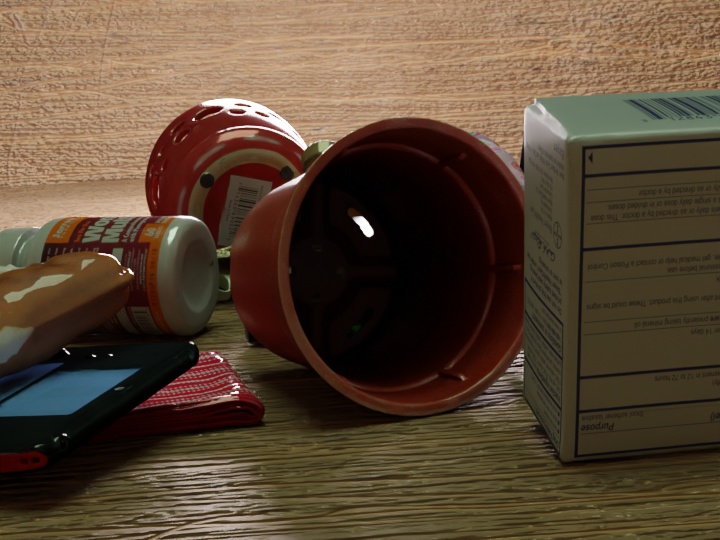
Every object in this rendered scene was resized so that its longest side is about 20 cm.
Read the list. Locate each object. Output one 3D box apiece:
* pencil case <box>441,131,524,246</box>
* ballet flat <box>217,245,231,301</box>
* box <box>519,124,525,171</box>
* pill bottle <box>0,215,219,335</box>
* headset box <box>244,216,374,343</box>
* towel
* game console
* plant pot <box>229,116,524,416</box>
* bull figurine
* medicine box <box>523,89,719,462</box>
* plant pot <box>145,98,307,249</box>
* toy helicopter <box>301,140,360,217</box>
[{"bbox_3d":[0.099,-0.060,1.132,0.087,0.088,0.200,-3,17,0],"label":"pencil case"},{"bbox_3d":[-0.135,0.009,1.400,0.199,0.071,0.065,-10,38,-26],"label":"ballet flat"},{"bbox_3d":[0.232,-0.059,1.230,0.199,0.195,0.048,-6,25,-24],"label":"box"},{"bbox_3d":[-0.240,0.005,1.252,0.198,0.110,0.110,0,9,18],"label":"pill bottle"},{"bbox_3d":[0.000,0.002,1.240,0.173,0.094,0.200,-2,8,11],"label":"headset box"},{"bbox_3d":[-0.155,0.087,0.982,0.143,0.023,0.200,-4,9,-14],"label":"towel"},{"bbox_3d":[-0.220,0.085,0.862,0.176,0.031,0.200,-9,12,23],"label":"game console"},{"bbox_3d":[0.000,0.000,0.997,0.199,0.202,0.195,-7,1,-23],"label":"plant pot"},{"bbox_3d":[-0.246,0.036,0.898,0.121,0.066,0.199,1,16,46],"label":"bull figurine"},{"bbox_3d":[0.196,0.000,0.813,0.181,0.202,0.103,-4,19,-7],"label":"medicine box"},{"bbox_3d":[-0.135,-0.083,1.530,0.199,0.202,0.182,-5,17,-16],"label":"plant pot"},{"bbox_3d":[-0.019,-0.053,1.371,0.131,0.201,0.079,-14,45,13],"label":"toy helicopter"}]
